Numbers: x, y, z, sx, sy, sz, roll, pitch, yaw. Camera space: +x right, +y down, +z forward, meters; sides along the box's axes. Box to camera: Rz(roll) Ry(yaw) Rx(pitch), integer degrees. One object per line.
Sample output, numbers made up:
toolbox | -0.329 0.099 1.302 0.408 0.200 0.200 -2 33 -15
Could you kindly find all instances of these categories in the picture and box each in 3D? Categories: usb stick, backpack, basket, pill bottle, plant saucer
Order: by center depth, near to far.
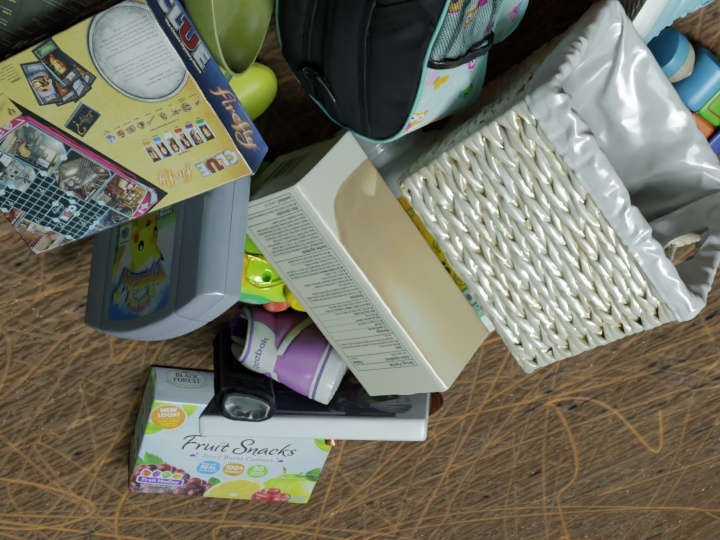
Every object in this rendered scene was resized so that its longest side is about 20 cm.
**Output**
plant saucer | -0.084 -0.232 0.743 0.031 0.201 0.201 8 132 7
backpack | 0.027 -0.200 0.798 0.153 0.176 0.201 -27 148 -40
basket | 0.160 -0.065 0.854 0.160 0.198 0.201 -27 105 36
pill bottle | 0.057 -0.046 0.946 0.112 0.113 0.201 -32 101 15
usb stick | -0.107 0.093 1.020 0.055 0.200 0.033 14 100 -10

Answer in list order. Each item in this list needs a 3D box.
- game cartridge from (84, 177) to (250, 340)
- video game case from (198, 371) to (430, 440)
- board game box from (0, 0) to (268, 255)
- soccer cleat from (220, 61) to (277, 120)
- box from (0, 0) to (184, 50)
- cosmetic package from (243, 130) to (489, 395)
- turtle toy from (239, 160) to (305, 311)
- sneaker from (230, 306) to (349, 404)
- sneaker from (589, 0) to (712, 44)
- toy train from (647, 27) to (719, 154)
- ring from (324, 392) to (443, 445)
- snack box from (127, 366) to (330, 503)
game cartridge | -0.159 -0.013 0.889 0.040 0.135 0.199 10 165 -39
video game case | -0.034 0.116 1.043 0.197 0.182 0.024 0 101 5
board game box | -0.178 -0.096 0.745 0.198 0.035 0.136 -16 120 27
soccer cleat | -0.157 -0.108 0.897 0.198 0.084 0.065 -19 132 3
box | -0.227 -0.151 0.797 0.198 0.048 0.159 24 114 -14
cosmetic package | 0.000 0.000 0.872 0.105 0.071 0.201 -10 122 52
turtle toy | -0.071 -0.023 0.970 0.198 0.147 0.101 15 149 -24
sneaker | -0.056 0.053 1.031 0.113 0.200 0.073 19 100 6
sneaker | 0.255 -0.226 0.903 0.081 0.074 0.201 20 124 -25
toy train | 0.250 -0.114 0.995 0.115 0.085 0.200 27 120 -27
ring | -0.019 0.131 1.077 0.198 0.200 0.019 -2 101 -12
snack box | -0.133 0.175 1.173 0.198 0.053 0.143 7 127 -19
